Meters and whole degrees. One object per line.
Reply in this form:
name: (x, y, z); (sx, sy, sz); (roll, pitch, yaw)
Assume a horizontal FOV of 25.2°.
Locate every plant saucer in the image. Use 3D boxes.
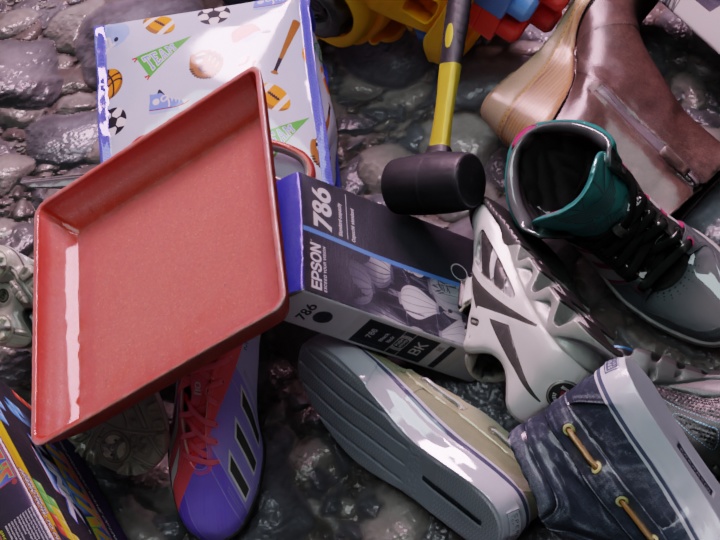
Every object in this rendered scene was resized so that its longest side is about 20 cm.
plant saucer: (-0.123, -0.005, 1.014); (0.199, 0.037, 0.200); (-29, 47, 23)

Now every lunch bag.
lunch bag: (-0.099, -0.081, 1.168); (0.170, 0.124, 0.200); (-11, 59, 3)

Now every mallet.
mallet: (0.052, -0.130, 1.092); (0.066, 0.041, 0.201); (-12, 65, 34)

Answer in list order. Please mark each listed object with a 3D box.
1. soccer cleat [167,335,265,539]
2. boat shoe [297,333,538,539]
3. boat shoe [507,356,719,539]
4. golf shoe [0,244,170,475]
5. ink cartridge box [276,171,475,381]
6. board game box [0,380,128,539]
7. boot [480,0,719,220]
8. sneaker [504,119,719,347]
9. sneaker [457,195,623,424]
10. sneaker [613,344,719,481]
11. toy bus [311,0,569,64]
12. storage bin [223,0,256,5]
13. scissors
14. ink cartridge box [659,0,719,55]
soccer cleat: (-0.097, 0.076, 1.052); (0.068, 0.073, 0.201); (3, 81, 13)
boat shoe: (0.041, 0.105, 1.045); (0.062, 0.072, 0.200); (-25, 52, -37)
boat shoe: (0.172, 0.155, 0.947); (0.091, 0.071, 0.201); (-34, 83, 19)
golf shoe: (-0.184, 0.059, 1.111); (0.078, 0.097, 0.200); (-48, 67, 13)
ink cartridge box: (0.000, 0.000, 1.060); (0.200, 0.039, 0.100); (18, 49, -28)
board game box: (-0.198, 0.154, 0.993); (0.057, 0.165, 0.200); (-37, 55, -1)
boot: (0.205, -0.124, 1.175); (0.166, 0.072, 0.200); (37, 68, 20)
sneaker: (0.166, -0.030, 1.044); (0.200, 0.121, 0.084); (43, 101, 21)
sneaker: (0.092, 0.022, 1.043); (0.089, 0.074, 0.200); (-47, 28, 16)
sneaker: (0.230, 0.100, 1.002); (0.199, 0.073, 0.082); (5, 78, 19)
toy bus: (0.059, -0.225, 1.223); (0.192, 0.200, 0.136); (35, 60, 1)
storage bin: (-0.082, -0.317, 1.330); (0.145, 0.134, 0.200); (5, 55, 17)
scissors: (-0.131, -0.068, 1.104); (0.199, 0.014, 0.073); (13, 83, 10)
ink cartridge box: (0.293, -0.213, 1.154); (0.144, 0.084, 0.200); (-5, 43, -36)
